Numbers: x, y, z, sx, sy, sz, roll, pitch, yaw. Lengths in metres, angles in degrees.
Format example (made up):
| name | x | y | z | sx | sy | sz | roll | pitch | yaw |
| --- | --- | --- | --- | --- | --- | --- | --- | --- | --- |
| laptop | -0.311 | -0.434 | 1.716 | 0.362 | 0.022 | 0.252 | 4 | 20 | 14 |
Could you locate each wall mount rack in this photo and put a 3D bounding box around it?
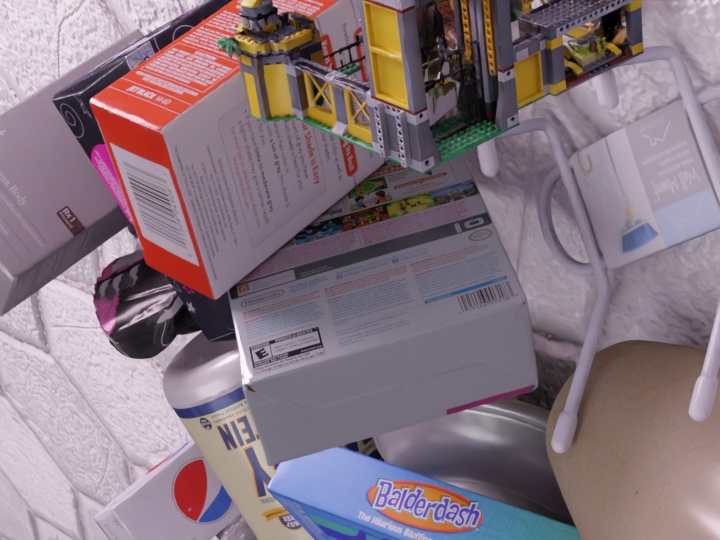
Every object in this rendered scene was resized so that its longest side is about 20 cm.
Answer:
| name | x | y | z | sx | sy | sz | roll | pitch | yaw |
| --- | --- | --- | --- | --- | --- | --- | --- | --- | --- |
| wall mount rack | 0.131 | -0.009 | 0.771 | 0.200 | 0.074 | 0.174 | -28 | 78 | 62 |

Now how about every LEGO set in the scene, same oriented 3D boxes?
| name | x | y | z | sx | sy | sz | roll | pitch | yaw |
| --- | --- | --- | --- | --- | --- | --- | --- | --- | --- |
| LEGO set | 0.036 | -0.138 | 0.686 | 0.154 | 0.199 | 0.116 | 38 | 143 | 50 |

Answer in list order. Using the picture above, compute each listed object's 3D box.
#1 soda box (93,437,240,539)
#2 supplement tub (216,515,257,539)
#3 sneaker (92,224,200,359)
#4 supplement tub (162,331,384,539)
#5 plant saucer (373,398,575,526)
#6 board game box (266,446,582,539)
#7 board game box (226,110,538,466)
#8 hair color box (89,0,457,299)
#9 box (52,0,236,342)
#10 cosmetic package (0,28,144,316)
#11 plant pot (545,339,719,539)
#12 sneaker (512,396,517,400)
| name | x | y | z | sx | sy | sz | roll | pitch | yaw |
| --- | --- | --- | --- | --- | --- | --- | --- | --- | --- |
| soda box | -0.108 | 0.155 | 1.212 | 0.068 | 0.200 | 0.064 | 53 | 152 | -2 |
| supplement tub | -0.030 | 0.251 | 1.290 | 0.200 | 0.122 | 0.123 | 47 | 151 | 10 |
| sneaker | -0.134 | 0.015 | 1.141 | 0.080 | 0.200 | 0.087 | -13 | 116 | 14 |
| supplement tub | -0.037 | 0.123 | 1.130 | 0.145 | 0.145 | 0.200 | -10 | 115 | 59 |
| plant saucer | 0.094 | 0.147 | 0.985 | 0.199 | 0.050 | 0.200 | 19 | 152 | 10 |
| board game box | 0.059 | 0.176 | 0.944 | 0.199 | 0.045 | 0.152 | 16 | 155 | 31 |
| board game box | 0.000 | 0.000 | 0.844 | 0.200 | 0.147 | 0.064 | -106 | 1 | -52 |
| hair color box | -0.040 | -0.091 | 0.829 | 0.064 | 0.200 | 0.111 | 25 | 142 | 38 |
| box | -0.083 | -0.069 | 1.011 | 0.132 | 0.115 | 0.200 | -10 | 115 | 57 |
| cosmetic package | -0.207 | -0.071 | 1.102 | 0.107 | 0.200 | 0.090 | 48 | 153 | 2 |
| plant pot | 0.187 | 0.121 | 0.790 | 0.200 | 0.187 | 0.188 | 40 | 153 | 53 |
| sneaker | 0.066 | 0.061 | 0.998 | 0.076 | 0.075 | 0.200 | 26 | 154 | 27 |
